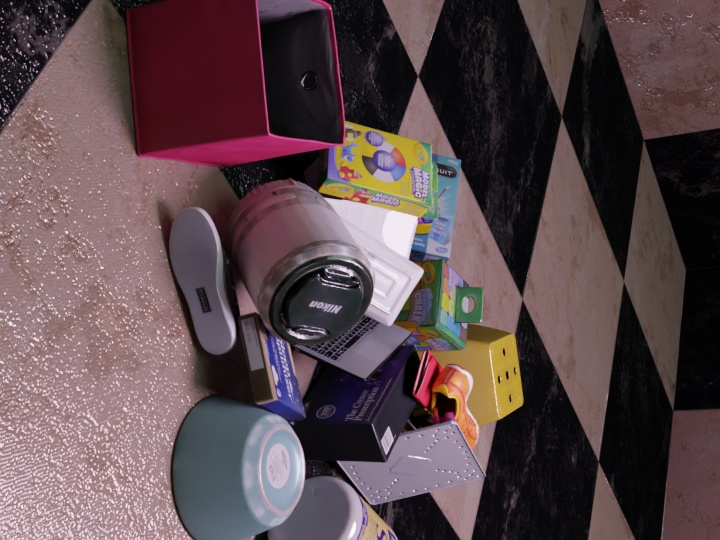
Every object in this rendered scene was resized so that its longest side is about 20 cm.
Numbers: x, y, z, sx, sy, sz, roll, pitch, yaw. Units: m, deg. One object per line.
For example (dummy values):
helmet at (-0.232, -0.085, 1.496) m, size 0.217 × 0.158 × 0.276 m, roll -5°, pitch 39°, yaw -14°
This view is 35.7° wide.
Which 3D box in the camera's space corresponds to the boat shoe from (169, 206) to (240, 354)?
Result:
boat shoe at (-0.196, 0.009, 1.472) m, size 0.066 × 0.070 × 0.200 m, roll -54°, pitch 131°, yaw -69°

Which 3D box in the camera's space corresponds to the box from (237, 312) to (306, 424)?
box at (-0.116, 0.139, 1.543) m, size 0.200 × 0.032 × 0.121 m, roll 58°, pitch 17°, yaw -71°

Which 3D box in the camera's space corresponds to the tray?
tray at (0.000, 0.000, 1.699) m, size 0.200 × 0.022 × 0.107 m, roll 31°, pitch 90°, yaw -26°

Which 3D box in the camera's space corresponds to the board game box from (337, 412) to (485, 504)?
board game box at (0.079, 0.300, 1.773) m, size 0.200 × 0.200 × 0.026 m, roll 60°, pitch 18°, yaw -50°

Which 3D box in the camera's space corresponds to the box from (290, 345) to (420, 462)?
box at (0.000, 0.202, 1.718) m, size 0.200 × 0.141 × 0.079 m, roll -56°, pitch 133°, yaw -51°

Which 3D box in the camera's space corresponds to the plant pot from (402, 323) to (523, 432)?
plant pot at (0.187, 0.197, 2.038) m, size 0.200 × 0.176 × 0.200 m, roll -12°, pitch 95°, yaw -62°

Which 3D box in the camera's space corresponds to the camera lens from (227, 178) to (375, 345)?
camera lens at (-0.082, -0.010, 1.506) m, size 0.160 × 0.160 × 0.200 m, roll 54°, pitch 2°, yaw -43°

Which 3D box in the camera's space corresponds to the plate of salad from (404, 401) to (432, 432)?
plate of salad at (0.091, 0.239, 1.872) m, size 0.200 × 0.048 × 0.200 m, roll 48°, pitch 2°, yaw -3°

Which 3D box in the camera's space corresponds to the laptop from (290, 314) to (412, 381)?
laptop at (-0.030, 0.049, 1.716) m, size 0.187 × 0.200 × 0.116 m, roll -38°, pitch 148°, yaw -58°

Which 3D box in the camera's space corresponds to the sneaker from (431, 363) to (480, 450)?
sneaker at (0.140, 0.233, 1.776) m, size 0.077 × 0.073 × 0.200 m, roll -48°, pitch 141°, yaw -32°

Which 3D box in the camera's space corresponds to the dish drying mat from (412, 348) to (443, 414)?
dish drying mat at (0.116, 0.184, 1.781) m, size 0.200 × 0.018 × 0.077 m, roll 53°, pitch 52°, yaw -68°

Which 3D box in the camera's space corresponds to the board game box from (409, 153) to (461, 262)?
board game box at (0.089, -0.116, 1.951) m, size 0.047 × 0.151 × 0.200 m, roll 116°, pitch -15°, yaw -62°

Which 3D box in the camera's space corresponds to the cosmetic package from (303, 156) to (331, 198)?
cosmetic package at (-0.005, -0.091, 1.810) m, size 0.090 × 0.107 × 0.200 m, roll -52°, pitch 131°, yaw -51°

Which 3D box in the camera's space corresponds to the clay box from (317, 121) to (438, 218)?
clay box at (0.036, -0.154, 1.705) m, size 0.200 × 0.048 × 0.115 m, roll 12°, pitch 59°, yaw -19°

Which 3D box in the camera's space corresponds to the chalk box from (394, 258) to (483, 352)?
chalk box at (0.109, 0.062, 1.890) m, size 0.124 × 0.200 × 0.125 m, roll 39°, pitch 51°, yaw -53°

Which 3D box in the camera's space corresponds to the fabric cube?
fabric cube at (-0.158, -0.247, 1.451) m, size 0.200 × 0.199 × 0.197 m, roll -3°, pitch 86°, yaw -62°

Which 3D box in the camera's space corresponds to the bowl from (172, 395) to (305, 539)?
bowl at (-0.145, 0.263, 1.469) m, size 0.201 × 0.105 × 0.201 m, roll 18°, pitch 70°, yaw -60°

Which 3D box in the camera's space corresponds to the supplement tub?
supplement tub at (-0.028, 0.402, 1.617) m, size 0.200 × 0.145 × 0.146 m, roll 53°, pitch 40°, yaw -43°

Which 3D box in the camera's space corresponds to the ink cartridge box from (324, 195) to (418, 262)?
ink cartridge box at (-0.018, -0.056, 1.717) m, size 0.200 × 0.050 × 0.109 m, roll 10°, pitch 99°, yaw -23°
